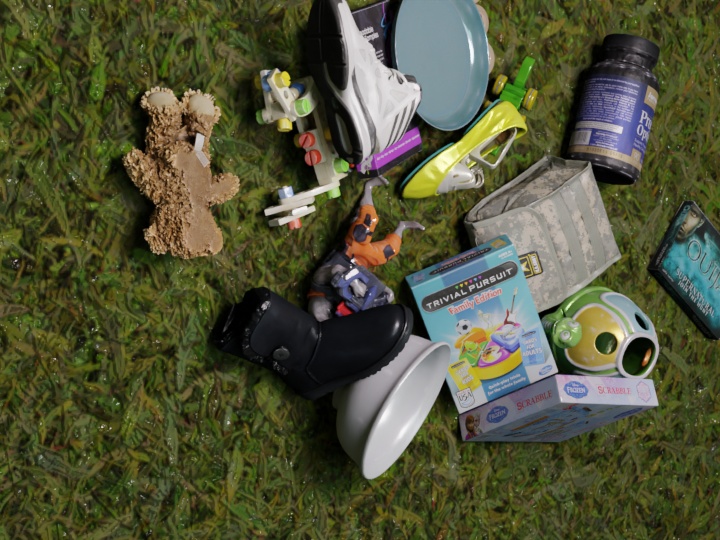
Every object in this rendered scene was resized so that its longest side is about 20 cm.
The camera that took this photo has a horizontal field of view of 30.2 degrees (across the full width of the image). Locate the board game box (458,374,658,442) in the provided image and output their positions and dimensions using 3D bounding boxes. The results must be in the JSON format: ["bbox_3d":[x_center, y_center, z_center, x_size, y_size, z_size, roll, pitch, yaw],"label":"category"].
[{"bbox_3d":[0.274,0.195,1.854,0.198,0.199,0.042,7,66,-38],"label":"board game box"}]

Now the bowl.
[{"bbox_3d":[0.026,0.158,1.700,0.201,0.090,0.202,-50,158,-28],"label":"bowl"}]

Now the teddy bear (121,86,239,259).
[{"bbox_3d":[-0.209,-0.113,1.540,0.144,0.066,0.203,-23,102,-44],"label":"teddy bear"}]

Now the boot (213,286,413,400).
[{"bbox_3d":[-0.058,0.072,1.599,0.168,0.199,0.077,35,38,-37],"label":"boot"}]

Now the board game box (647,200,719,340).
[{"bbox_3d":[0.551,0.001,2.157,0.200,0.028,0.136,43,70,-32],"label":"board game box"}]

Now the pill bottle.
[{"bbox_3d":[0.373,-0.235,1.944,0.111,0.111,0.203,19,83,-37],"label":"pill bottle"}]

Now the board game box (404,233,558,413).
[{"bbox_3d":[0.165,0.074,1.807,0.149,0.047,0.202,-23,111,-1],"label":"board game box"}]

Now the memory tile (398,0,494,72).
[{"bbox_3d":[0.114,-0.348,1.792,0.152,0.017,0.203,-21,107,-35],"label":"memory tile"}]

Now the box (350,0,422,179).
[{"bbox_3d":[0.017,-0.230,1.679,0.143,0.036,0.203,-35,116,-58],"label":"box"}]

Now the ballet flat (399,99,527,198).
[{"bbox_3d":[0.143,-0.149,1.773,0.200,0.067,0.067,-41,74,-14],"label":"ballet flat"}]

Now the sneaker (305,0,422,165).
[{"bbox_3d":[0.007,-0.239,1.582,0.115,0.075,0.203,-27,115,-33],"label":"sneaker"}]

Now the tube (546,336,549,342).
[{"bbox_3d":[0.281,0.100,1.946,0.199,0.050,0.078,-25,113,-31],"label":"tube"}]

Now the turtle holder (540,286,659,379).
[{"bbox_3d":[0.338,0.089,1.873,0.141,0.131,0.186,-48,127,-10],"label":"turtle holder"}]

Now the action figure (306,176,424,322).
[{"bbox_3d":[0.000,0.000,1.709,0.194,0.104,0.200,-55,150,-13],"label":"action figure"}]

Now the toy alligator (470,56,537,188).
[{"bbox_3d":[0.195,-0.201,1.850,0.202,0.059,0.054,-65,169,-6],"label":"toy alligator"}]

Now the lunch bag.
[{"bbox_3d":[0.247,-0.042,1.864,0.199,0.117,0.165,-34,116,-22],"label":"lunch bag"}]

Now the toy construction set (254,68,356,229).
[{"bbox_3d":[-0.069,-0.152,1.619,0.131,0.091,0.203,-32,123,-58],"label":"toy construction set"}]

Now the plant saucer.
[{"bbox_3d":[0.100,-0.283,1.740,0.199,0.027,0.203,1,89,-48],"label":"plant saucer"}]
